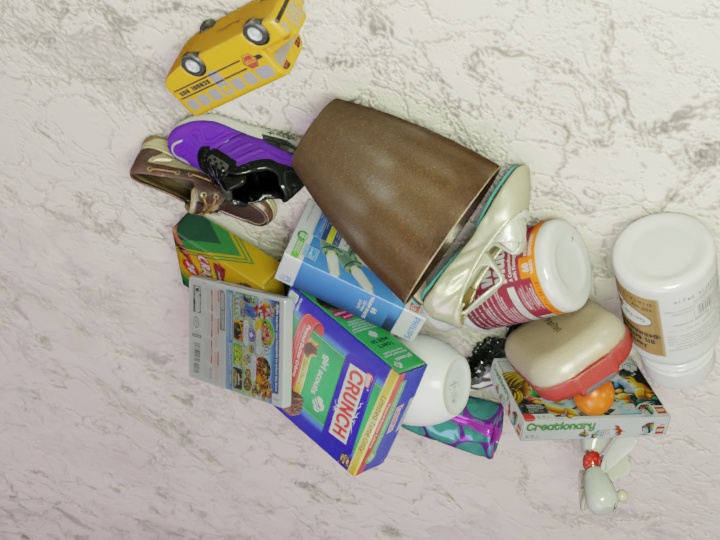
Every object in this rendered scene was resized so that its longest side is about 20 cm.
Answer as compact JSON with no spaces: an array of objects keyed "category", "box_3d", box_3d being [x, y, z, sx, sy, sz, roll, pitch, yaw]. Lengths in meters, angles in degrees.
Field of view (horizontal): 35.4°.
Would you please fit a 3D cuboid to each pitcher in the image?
[{"category":"pitcher","box_3d":[0.061,0.140,1.561,0.197,0.171,0.124,5,103,34]}]

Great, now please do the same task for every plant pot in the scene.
[{"category":"plant pot","box_3d":[0.026,-0.098,1.275,0.199,0.187,0.188,36,145,6]}]

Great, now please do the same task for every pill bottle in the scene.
[{"category":"pill bottle","box_3d":[0.172,0.012,1.369,0.198,0.111,0.110,-15,130,41]},{"category":"pill bottle","box_3d":[0.357,0.041,1.299,0.112,0.116,0.201,3,140,25]}]

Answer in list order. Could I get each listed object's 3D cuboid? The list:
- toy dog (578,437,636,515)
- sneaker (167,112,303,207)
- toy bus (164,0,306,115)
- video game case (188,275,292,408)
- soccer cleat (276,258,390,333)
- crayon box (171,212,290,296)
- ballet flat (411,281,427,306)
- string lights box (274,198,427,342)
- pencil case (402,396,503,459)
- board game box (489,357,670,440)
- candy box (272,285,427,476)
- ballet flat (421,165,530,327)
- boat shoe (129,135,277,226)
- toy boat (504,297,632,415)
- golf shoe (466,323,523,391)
[{"category":"toy dog","box_3d":[0.340,0.223,1.509,0.094,0.204,0.132,-2,166,6]},{"category":"sneaker","box_3d":[-0.158,-0.128,1.379,0.196,0.100,0.070,11,142,16]},{"category":"toy bus","box_3d":[-0.134,-0.242,1.251,0.198,0.066,0.078,-15,131,41]},{"category":"video game case","box_3d":[-0.164,0.093,1.517,0.198,0.018,0.146,12,104,43]},{"category":"soccer cleat","box_3d":[-0.039,0.034,1.541,0.196,0.082,0.068,15,144,11]},{"category":"crayon box","box_3d":[-0.167,0.013,1.564,0.198,0.051,0.128,30,148,21]},{"category":"ballet flat","box_3d":[0.028,-0.048,1.376,0.200,0.069,0.070,47,144,3]},{"category":"string lights box","box_3d":[0.000,0.000,1.455,0.197,0.104,0.059,24,141,-3]},{"category":"pencil case","box_3d":[0.116,0.214,1.683,0.196,0.087,0.092,16,173,8]},{"category":"board game box","box_3d":[0.275,0.160,1.424,0.196,0.127,0.035,0,122,-15]},{"category":"candy box","box_3d":[-0.030,0.138,1.472,0.199,0.077,0.171,36,119,25]},{"category":"ballet flat","box_3d":[0.148,-0.021,1.279,0.069,0.070,0.201,32,101,-14]},{"category":"boat shoe","box_3d":[-0.206,-0.100,1.469,0.198,0.073,0.072,28,145,-7]},{"category":"toy boat","box_3d":[0.260,0.115,1.352,0.132,0.129,0.200,58,179,-14]},{"category":"golf shoe","box_3d":[0.208,0.129,1.531,0.094,0.079,0.200,32,145,-13]}]
